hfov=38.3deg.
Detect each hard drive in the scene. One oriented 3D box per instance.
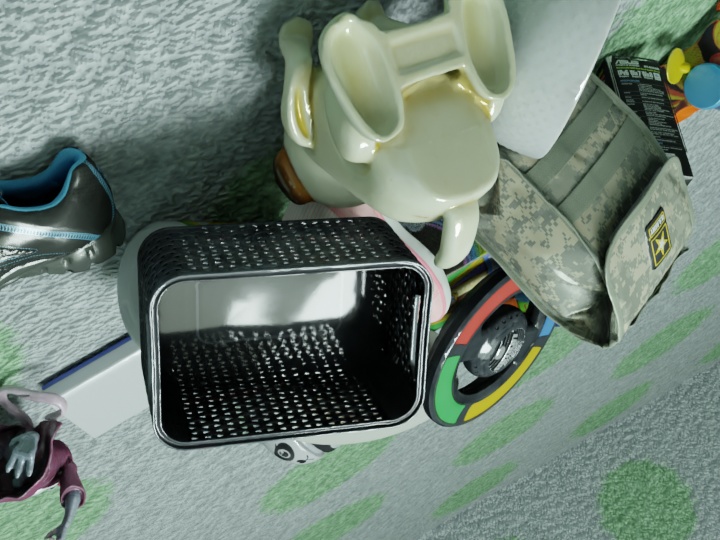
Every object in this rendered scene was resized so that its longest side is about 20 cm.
[{"bbox_3d":[-0.201,0.091,1.031,0.200,0.025,0.132,-30,157,-7],"label":"hard drive"}]

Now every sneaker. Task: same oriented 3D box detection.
[{"bbox_3d":[-0.261,-0.019,0.698,0.200,0.073,0.082,-30,142,-21],"label":"sneaker"},{"bbox_3d":[0.000,0.000,0.881,0.075,0.105,0.200,-5,134,39],"label":"sneaker"}]

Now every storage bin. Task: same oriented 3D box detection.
[{"bbox_3d":[-0.058,0.042,0.761,0.200,0.094,0.136,-4,114,-15],"label":"storage bin"}]

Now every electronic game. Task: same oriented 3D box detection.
[{"bbox_3d":[0.134,0.071,1.022,0.200,0.042,0.200,-33,144,-28],"label":"electronic game"}]

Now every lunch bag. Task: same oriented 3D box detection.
[{"bbox_3d":[0.197,-0.053,0.901,0.164,0.200,0.118,-47,-175,-34],"label":"lunch bag"}]

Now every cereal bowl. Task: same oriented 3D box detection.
[{"bbox_3d":[0.128,-0.187,0.752,0.200,0.083,0.200,-159,-90,-88],"label":"cereal bowl"}]

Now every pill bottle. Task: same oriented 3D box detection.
[{"bbox_3d":[-0.099,0.014,0.897,0.200,0.111,0.111,-2,142,-51],"label":"pill bottle"}]

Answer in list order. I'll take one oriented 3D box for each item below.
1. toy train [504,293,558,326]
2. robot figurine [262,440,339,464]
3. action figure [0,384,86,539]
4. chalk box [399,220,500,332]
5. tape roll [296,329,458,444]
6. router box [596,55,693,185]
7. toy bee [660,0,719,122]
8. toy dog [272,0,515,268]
[{"bbox_3d":[0.126,0.008,1.155,0.200,0.085,0.116,7,154,21],"label":"toy train"},{"bbox_3d":[-0.036,0.141,1.215,0.200,0.150,0.125,-37,-170,9],"label":"robot figurine"},{"bbox_3d":[-0.329,0.181,1.000,0.200,0.134,0.149,57,48,-79],"label":"action figure"},{"bbox_3d":[0.121,-0.052,1.034,0.200,0.125,0.124,-27,157,-9],"label":"chalk box"},{"bbox_3d":[0.002,0.120,1.072,0.202,0.037,0.203,-8,146,-6],"label":"tape roll"},{"bbox_3d":[0.259,-0.099,1.076,0.062,0.150,0.200,2,148,-12],"label":"router box"},{"bbox_3d":[0.375,-0.220,1.085,0.200,0.109,0.131,-14,173,21],"label":"toy bee"},{"bbox_3d":[0.016,-0.101,0.738,0.139,0.194,0.200,-32,-166,-23],"label":"toy dog"}]
